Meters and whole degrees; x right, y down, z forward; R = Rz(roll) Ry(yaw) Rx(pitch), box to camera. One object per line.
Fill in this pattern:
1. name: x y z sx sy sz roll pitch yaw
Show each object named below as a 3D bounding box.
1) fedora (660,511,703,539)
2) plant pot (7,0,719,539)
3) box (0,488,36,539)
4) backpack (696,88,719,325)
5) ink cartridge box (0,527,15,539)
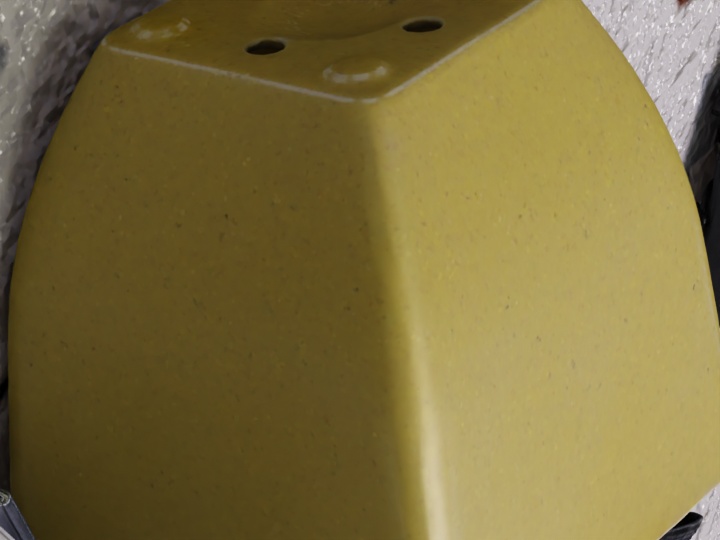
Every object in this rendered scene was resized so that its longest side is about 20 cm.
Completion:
1. fedora: 0.045 0.087 1.046 0.201 0.200 0.092 -5 83 -57
2. plant pot: 0.000 0.000 0.858 0.194 0.195 0.200 -35 130 -43
3. box: -0.169 0.183 0.838 0.200 0.046 0.159 -51 146 -26
4. backpack: 0.266 -0.039 1.325 0.200 0.154 0.163 4 100 -72
5. ink cartridge box: -0.144 0.147 0.732 0.200 0.084 0.146 47 64 -23
